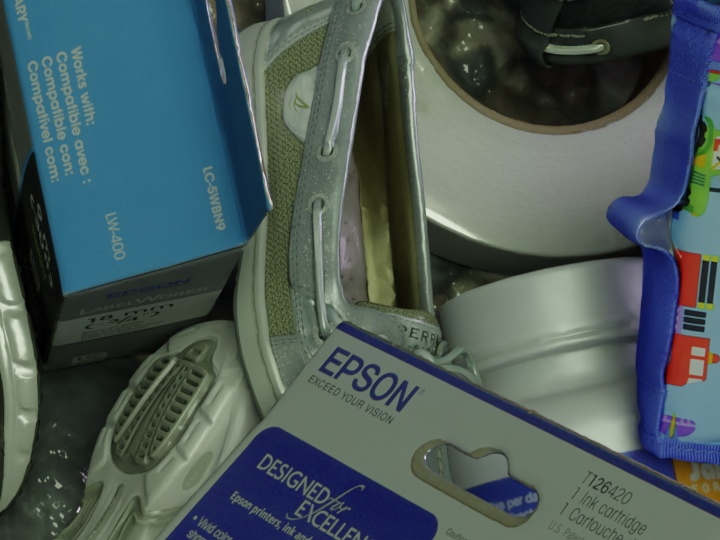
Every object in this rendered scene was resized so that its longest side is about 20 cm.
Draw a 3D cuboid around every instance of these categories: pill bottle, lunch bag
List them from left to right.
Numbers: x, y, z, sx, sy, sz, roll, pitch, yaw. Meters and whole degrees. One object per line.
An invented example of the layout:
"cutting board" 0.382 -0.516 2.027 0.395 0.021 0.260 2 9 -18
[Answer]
"pill bottle" 0.086 0.102 1.003 0.112 0.112 0.201 -8 79 -14
"lunch bag" 0.174 -0.015 0.945 0.199 0.094 0.151 -3 112 -22

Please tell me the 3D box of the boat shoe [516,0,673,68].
"boat shoe" 0.148 -0.115 1.065 0.199 0.072 0.068 -9 117 -22

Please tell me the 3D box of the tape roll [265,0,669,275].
"tape roll" 0.064 -0.097 1.084 0.202 0.037 0.203 3 77 -12

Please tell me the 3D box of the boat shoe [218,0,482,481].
"boat shoe" 0.001 0.000 0.976 0.074 0.065 0.202 26 48 -52

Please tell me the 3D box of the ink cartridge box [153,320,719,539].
"ink cartridge box" -0.004 0.126 0.840 0.200 0.197 0.047 -47 128 -14

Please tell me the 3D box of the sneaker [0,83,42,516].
"sneaker" -0.157 -0.009 0.974 0.080 0.074 0.201 -13 102 -21

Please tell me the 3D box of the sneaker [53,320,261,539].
"sneaker" -0.068 0.122 0.985 0.099 0.078 0.200 39 84 -29

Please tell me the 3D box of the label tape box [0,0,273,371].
"label tape box" -0.085 -0.059 0.955 0.063 0.200 0.145 -10 79 -11
